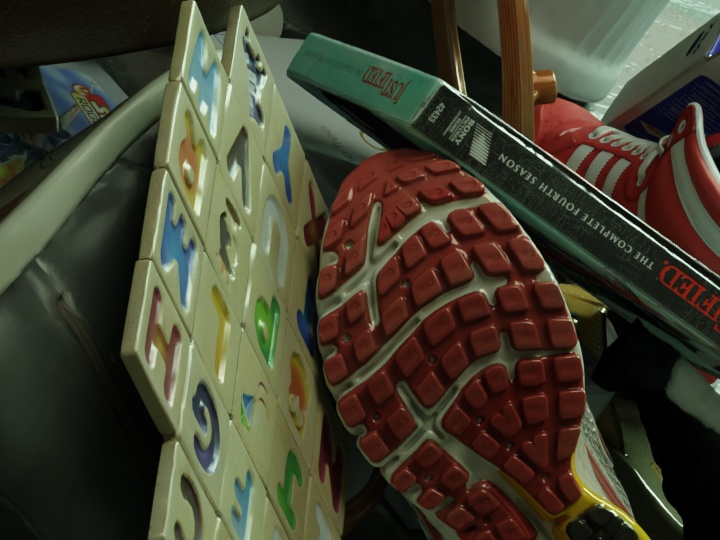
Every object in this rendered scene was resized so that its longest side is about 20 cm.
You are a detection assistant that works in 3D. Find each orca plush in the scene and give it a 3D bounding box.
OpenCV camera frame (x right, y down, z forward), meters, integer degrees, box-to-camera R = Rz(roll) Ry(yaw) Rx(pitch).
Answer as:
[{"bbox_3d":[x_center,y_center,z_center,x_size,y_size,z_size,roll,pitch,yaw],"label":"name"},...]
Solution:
[{"bbox_3d":[0.140,0.111,0.987,0.200,0.071,0.105,48,-7,-11],"label":"orca plush"}]

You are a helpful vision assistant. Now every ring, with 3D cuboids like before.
[{"bbox_3d":[0.051,-0.105,1.151,0.019,0.201,0.201,-6,35,-8],"label":"ring"}]

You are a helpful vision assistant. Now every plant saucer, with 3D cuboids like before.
[{"bbox_3d":[-0.099,-0.093,0.919,0.199,0.037,0.200,-6,15,2],"label":"plant saucer"}]

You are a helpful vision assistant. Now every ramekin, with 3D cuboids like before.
[{"bbox_3d":[0.070,-0.180,1.353,0.200,0.098,0.201,38,17,-14],"label":"ramekin"}]

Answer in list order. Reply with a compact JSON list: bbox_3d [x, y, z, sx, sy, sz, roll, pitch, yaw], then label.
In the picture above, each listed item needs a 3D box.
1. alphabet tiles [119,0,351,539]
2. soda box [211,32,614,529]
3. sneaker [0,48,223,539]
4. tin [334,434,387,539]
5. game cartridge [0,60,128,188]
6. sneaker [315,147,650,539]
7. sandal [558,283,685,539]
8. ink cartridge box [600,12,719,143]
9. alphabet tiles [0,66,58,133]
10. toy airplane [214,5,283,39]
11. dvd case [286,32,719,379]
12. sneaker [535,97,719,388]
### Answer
[{"bbox_3d":[-0.030,0.027,0.829,0.006,0.167,0.201,-8,46,14],"label":"alphabet tiles"},{"bbox_3d":[0.000,0.000,1.043,0.064,0.068,0.200,2,39,-45],"label":"soda box"},{"bbox_3d":[-0.068,0.019,0.842,0.106,0.075,0.200,52,39,-10],"label":"sneaker"},{"bbox_3d":[-0.072,0.043,0.892,0.199,0.042,0.112,2,60,-43],"label":"tin"},{"bbox_3d":[-0.123,-0.035,1.011,0.133,0.042,0.200,2,38,-39],"label":"game cartridge"},{"bbox_3d":[0.039,0.057,0.920,0.082,0.078,0.201,-123,-169,-80],"label":"sneaker"},{"bbox_3d":[0.092,0.044,1.080,0.200,0.054,0.080,45,30,24],"label":"sandal"},{"bbox_3d":[0.170,-0.059,1.228,0.099,0.039,0.200,36,-12,-5],"label":"ink cartridge box"},{"bbox_3d":[-0.181,-0.057,0.911,0.166,0.008,0.200,0,24,-14],"label":"alphabet tiles"},{"bbox_3d":[-0.061,-0.184,1.094,0.199,0.200,0.141,-37,54,-18],"label":"toy airplane"},{"bbox_3d":[0.075,-0.011,0.985,0.200,0.022,0.146,34,-1,-21],"label":"dvd case"},{"bbox_3d":[0.124,-0.039,1.193,0.071,0.113,0.200,17,29,-27],"label":"sneaker"}]
